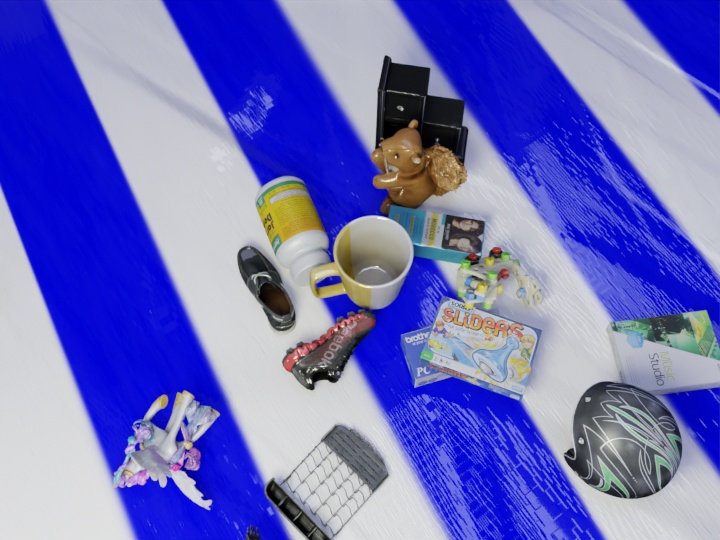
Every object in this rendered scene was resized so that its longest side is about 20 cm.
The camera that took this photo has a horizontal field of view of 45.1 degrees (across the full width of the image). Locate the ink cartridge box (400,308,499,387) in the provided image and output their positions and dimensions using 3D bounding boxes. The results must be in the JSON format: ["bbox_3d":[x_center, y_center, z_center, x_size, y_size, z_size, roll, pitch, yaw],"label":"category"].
[{"bbox_3d":[0.182,0.146,1.643,0.196,0.044,0.095,-15,63,-7],"label":"ink cartridge box"}]

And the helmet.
[{"bbox_3d":[0.451,0.291,1.490,0.196,0.192,0.204,0,63,-1],"label":"helmet"}]

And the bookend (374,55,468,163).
[{"bbox_3d":[0.134,-0.328,1.790,0.196,0.200,0.094,9,61,3],"label":"bookend"}]

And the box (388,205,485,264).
[{"bbox_3d":[0.149,-0.070,1.746,0.196,0.049,0.084,9,64,4],"label":"box"}]

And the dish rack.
[{"bbox_3d":[-0.053,0.373,1.525,0.153,0.055,0.200,41,70,17],"label":"dish rack"}]

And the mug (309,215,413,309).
[{"bbox_3d":[0.007,-0.006,1.656,0.183,0.154,0.152,14,64,7],"label":"mug"}]

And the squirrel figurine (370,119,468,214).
[{"bbox_3d":[0.118,-0.218,1.742,0.196,0.188,0.144,2,63,0],"label":"squirrel figurine"}]

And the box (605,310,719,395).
[{"bbox_3d":[0.581,0.158,1.645,0.196,0.037,0.147,-7,64,-5],"label":"box"}]

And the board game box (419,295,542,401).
[{"bbox_3d":[0.222,0.142,1.599,0.197,0.035,0.137,18,63,10],"label":"board game box"}]

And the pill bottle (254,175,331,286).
[{"bbox_3d":[-0.128,-0.075,1.712,0.111,0.113,0.202,-20,66,-10],"label":"pill bottle"}]

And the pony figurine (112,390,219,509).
[{"bbox_3d":[-0.335,0.315,1.514,0.191,0.167,0.202,13,63,42],"label":"pony figurine"}]

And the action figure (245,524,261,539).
[{"bbox_3d":[-0.205,0.517,1.427,0.118,0.102,0.201,36,108,-12],"label":"action figure"}]

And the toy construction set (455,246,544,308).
[{"bbox_3d":[0.262,0.017,1.654,0.197,0.094,0.131,2,22,-36],"label":"toy construction set"}]

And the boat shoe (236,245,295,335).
[{"bbox_3d":[-0.183,0.026,1.688,0.071,0.068,0.202,-27,65,-11],"label":"boat shoe"}]

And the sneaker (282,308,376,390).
[{"bbox_3d":[-0.045,0.153,1.624,0.198,0.071,0.098,-32,67,-13],"label":"sneaker"}]
